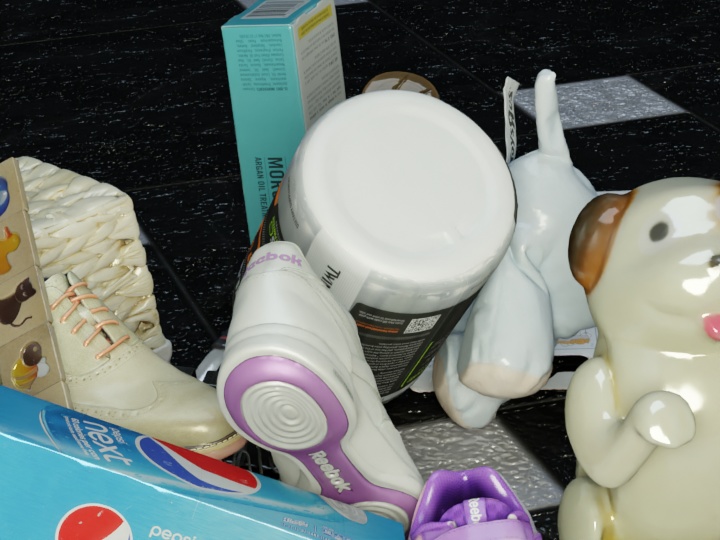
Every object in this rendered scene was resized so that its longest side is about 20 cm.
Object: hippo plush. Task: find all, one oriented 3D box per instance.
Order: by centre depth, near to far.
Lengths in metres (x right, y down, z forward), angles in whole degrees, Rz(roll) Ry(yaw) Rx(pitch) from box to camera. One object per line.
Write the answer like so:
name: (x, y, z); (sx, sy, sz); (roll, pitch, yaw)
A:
hippo plush: (0.136, 0.004, 1.223); (0.161, 0.200, 0.159); (12, 0, -11)

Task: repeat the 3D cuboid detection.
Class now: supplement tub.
supplement tub: (0.000, 0.000, 1.172); (0.122, 0.200, 0.123); (8, 60, -14)

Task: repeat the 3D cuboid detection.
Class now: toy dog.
toy dog: (0.163, 0.054, 1.022); (0.139, 0.200, 0.194); (0, 22, 6)

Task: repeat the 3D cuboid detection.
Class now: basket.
basket: (-0.228, 0.025, 1.232); (0.200, 0.124, 0.135); (-25, 30, -36)

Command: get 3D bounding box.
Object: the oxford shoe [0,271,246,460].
oxford shoe: (-0.145, 0.044, 1.079); (0.200, 0.074, 0.071); (17, 26, 24)

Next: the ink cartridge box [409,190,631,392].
ink cartridge box: (0.110, 0.025, 1.348); (0.161, 0.050, 0.200); (-2, 39, 3)

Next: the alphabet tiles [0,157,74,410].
alphabet tiles: (-0.230, 0.034, 1.090); (0.167, 0.200, 0.008); (-27, -30, 18)

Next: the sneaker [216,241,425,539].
sneaker: (-0.011, 0.066, 1.021); (0.075, 0.200, 0.100); (-9, 50, 11)

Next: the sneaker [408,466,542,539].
sneaker: (0.054, 0.151, 0.942); (0.080, 0.089, 0.200); (-3, 22, -4)

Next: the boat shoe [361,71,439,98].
boat shoe: (0.017, -0.028, 1.351); (0.071, 0.065, 0.200); (12, 60, 2)

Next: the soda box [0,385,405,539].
soda box: (-0.082, 0.121, 0.956); (0.200, 0.068, 0.064); (20, 12, -7)

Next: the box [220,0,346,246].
box: (-0.041, -0.071, 1.368); (0.049, 0.200, 0.082); (1, 21, 19)

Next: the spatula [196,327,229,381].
spatula: (-0.089, 0.061, 1.266); (0.056, 0.021, 0.200); (11, 34, 23)

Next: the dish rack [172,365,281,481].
dish rack: (-0.103, 0.109, 1.098); (0.153, 0.055, 0.200); (6, 25, 7)
